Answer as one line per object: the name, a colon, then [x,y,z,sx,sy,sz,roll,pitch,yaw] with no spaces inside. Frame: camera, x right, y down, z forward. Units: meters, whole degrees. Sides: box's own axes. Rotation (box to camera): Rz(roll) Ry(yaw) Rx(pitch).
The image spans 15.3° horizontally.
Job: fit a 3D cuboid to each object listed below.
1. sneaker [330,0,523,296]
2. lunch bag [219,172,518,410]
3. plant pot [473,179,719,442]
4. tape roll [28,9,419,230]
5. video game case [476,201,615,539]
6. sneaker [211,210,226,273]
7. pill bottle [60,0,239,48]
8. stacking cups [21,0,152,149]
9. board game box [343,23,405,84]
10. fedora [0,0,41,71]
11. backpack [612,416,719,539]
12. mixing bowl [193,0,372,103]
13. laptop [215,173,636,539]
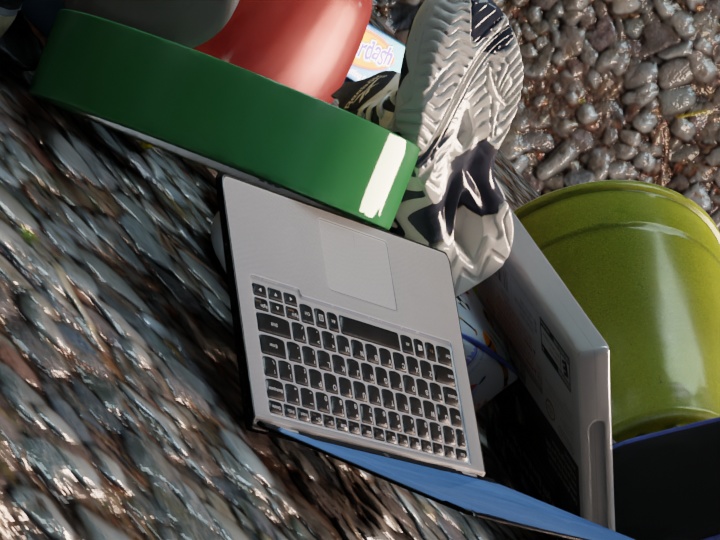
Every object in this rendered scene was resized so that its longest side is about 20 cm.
sneaker: [0.024,-0.093,1.491,0.130,0.079,0.199,39,-27,37]
lunch bag: [0.000,0.000,1.585,0.200,0.076,0.160,53,12,31]
plant pot: [0.174,0.077,1.782,0.200,0.200,0.193,41,22,-36]
tape roll: [-0.070,-0.077,1.382,0.200,0.048,0.200,22,-1,0]
video game case: [0.109,0.076,1.592,0.200,0.023,0.182,-121,-158,-58]
sneaker: [-0.025,0.004,1.435,0.073,0.071,0.200,43,10,-31]
pill bottle: [-0.097,-0.223,1.510,0.114,0.114,0.200,44,40,-20]
stacking cups: [-0.173,-0.158,1.523,0.200,0.061,0.061,44,8,2]
board game box: [-0.052,-0.177,1.924,0.152,0.045,0.200,24,-2,44]
fedora: [-0.205,-0.194,1.384,0.201,0.092,0.201,46,8,-9]
backpack: [0.250,0.181,1.647,0.200,0.183,0.147,46,31,-54]
mixing bowl: [-0.065,-0.183,1.655,0.200,0.108,0.200,46,8,-8]
laptop: [0.043,0.048,1.269,0.187,0.116,0.200,19,56,-51]
